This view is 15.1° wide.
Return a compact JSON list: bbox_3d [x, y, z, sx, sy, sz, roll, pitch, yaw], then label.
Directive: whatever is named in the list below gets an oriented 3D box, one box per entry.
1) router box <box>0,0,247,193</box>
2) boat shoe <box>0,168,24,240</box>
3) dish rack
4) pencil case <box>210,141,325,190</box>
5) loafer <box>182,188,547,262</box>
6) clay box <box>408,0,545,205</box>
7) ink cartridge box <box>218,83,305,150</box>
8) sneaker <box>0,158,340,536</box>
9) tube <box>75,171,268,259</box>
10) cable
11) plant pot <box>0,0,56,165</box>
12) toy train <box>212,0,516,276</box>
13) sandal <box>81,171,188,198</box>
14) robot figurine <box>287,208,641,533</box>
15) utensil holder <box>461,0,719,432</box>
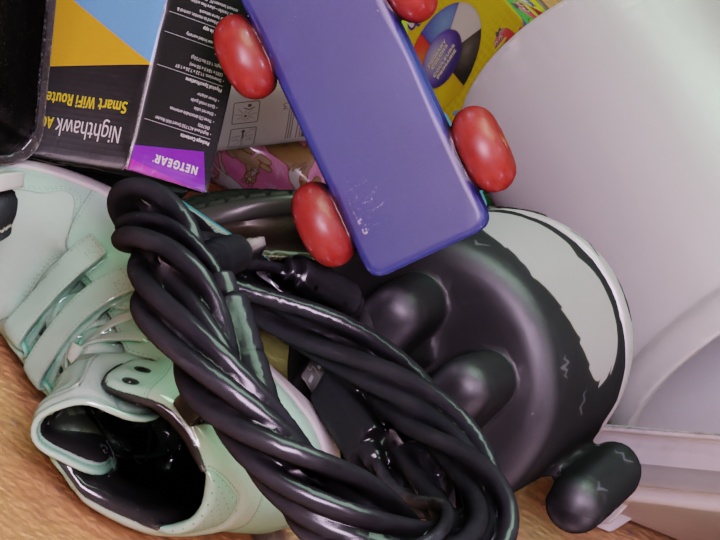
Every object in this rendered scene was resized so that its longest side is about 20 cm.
[{"bbox_3d":[-0.127,-0.118,1.121,0.200,0.149,0.051,10,-4,45],"label":"router box"},{"bbox_3d":[-0.185,-0.002,0.956,0.076,0.060,0.200,1,9,30],"label":"boat shoe"},{"bbox_3d":[0.191,0.116,1.226,0.172,0.044,0.200,24,-13,-28],"label":"dish rack"},{"bbox_3d":[-0.040,-0.062,1.361,0.200,0.087,0.083,32,54,-3],"label":"pencil case"},{"bbox_3d":[0.000,0.000,1.265,0.200,0.071,0.073,4,1,-22],"label":"loafer"},{"bbox_3d":[0.063,-0.124,1.659,0.048,0.115,0.200,21,20,-32],"label":"clay box"},{"bbox_3d":[-0.078,-0.139,1.324,0.161,0.050,0.200,-8,45,-18],"label":"ink cartridge box"},{"bbox_3d":[-0.104,0.024,1.016,0.200,0.074,0.118,40,14,17],"label":"sneaker"},{"bbox_3d":[-0.125,-0.035,1.206,0.200,0.050,0.077,36,14,26],"label":"tube"},{"bbox_3d":[-0.018,0.036,0.957,0.163,0.051,0.200,41,13,-30],"label":"cable"},{"bbox_3d":[-0.243,-0.158,1.044,0.199,0.200,0.177,-6,23,-37],"label":"plant pot"},{"bbox_3d":[-0.009,-0.101,1.058,0.200,0.085,0.116,65,10,0],"label":"toy train"},{"bbox_3d":[-0.116,-0.107,1.199,0.075,0.048,0.201,19,33,-47],"label":"sandal"},{"bbox_3d":[0.046,0.036,1.162,0.125,0.150,0.200,-4,4,22],"label":"robot figurine"},{"bbox_3d":[0.160,-0.025,1.356,0.170,0.170,0.200,11,42,-50],"label":"utensil holder"}]
